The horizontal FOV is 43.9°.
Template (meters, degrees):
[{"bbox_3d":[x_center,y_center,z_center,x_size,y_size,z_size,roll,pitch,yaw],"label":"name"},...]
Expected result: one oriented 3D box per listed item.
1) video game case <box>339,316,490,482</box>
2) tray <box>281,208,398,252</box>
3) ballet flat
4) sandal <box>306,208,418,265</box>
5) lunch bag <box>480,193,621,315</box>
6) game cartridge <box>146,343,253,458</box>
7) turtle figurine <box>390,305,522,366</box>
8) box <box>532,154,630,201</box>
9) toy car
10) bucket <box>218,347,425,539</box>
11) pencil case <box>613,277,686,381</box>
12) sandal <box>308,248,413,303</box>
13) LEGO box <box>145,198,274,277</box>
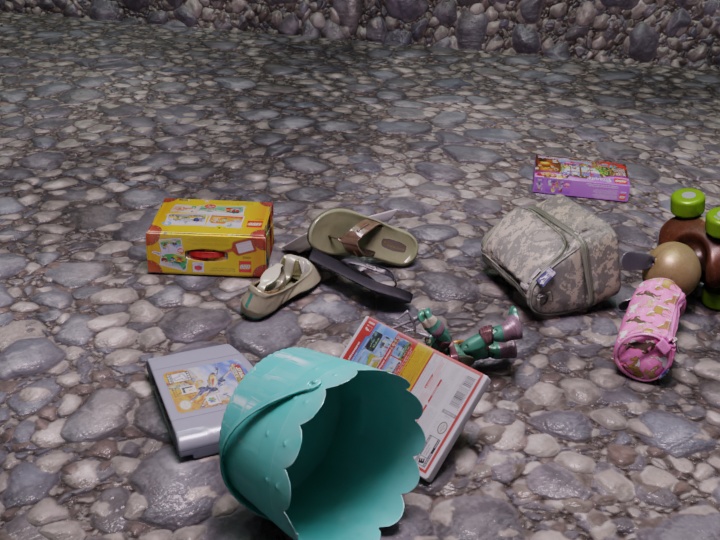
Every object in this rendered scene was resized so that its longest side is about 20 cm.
[{"bbox_3d":[0.045,0.154,1.112,0.199,0.017,0.144,25,75,37],"label":"video game case"},{"bbox_3d":[-0.034,-0.066,1.589,0.198,0.022,0.107,-17,-3,-33],"label":"tray"},{"bbox_3d":[-0.119,0.012,1.420,0.069,0.070,0.200,15,29,23],"label":"ballet flat"},{"bbox_3d":[0.009,-0.055,1.506,0.199,0.081,0.057,10,7,-15],"label":"sandal"},{"bbox_3d":[0.304,-0.019,1.450,0.166,0.141,0.200,-22,31,-10],"label":"lunch bag"},{"bbox_3d":[-0.193,0.161,1.156,0.132,0.042,0.200,-13,31,-20],"label":"game cartridge"},{"bbox_3d":[0.119,0.105,1.230,0.197,0.102,0.150,-10,-12,-5],"label":"turtle figurine"},{"bbox_3d":[0.470,-0.199,1.911,0.197,0.040,0.137,7,28,9],"label":"box"},{"bbox_3d":[0.493,-0.010,1.433,0.198,0.166,0.158,-20,32,-15],"label":"toy car"},{"bbox_3d":[-0.043,0.185,0.946,0.206,0.210,0.134,-22,26,-39],"label":"bucket"},{"bbox_3d":[0.427,0.082,1.310,0.086,0.084,0.200,18,30,16],"label":"pencil case"},{"bbox_3d":[-0.001,0.000,1.432,0.199,0.043,0.076,26,-1,30],"label":"sandal"},{"bbox_3d":[-0.252,-0.058,1.532,0.197,0.078,0.149,3,27,0],"label":"LEGO box"}]
